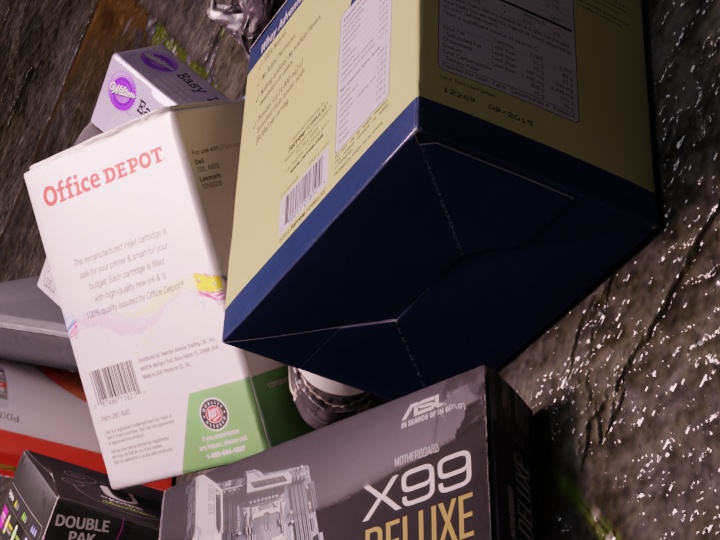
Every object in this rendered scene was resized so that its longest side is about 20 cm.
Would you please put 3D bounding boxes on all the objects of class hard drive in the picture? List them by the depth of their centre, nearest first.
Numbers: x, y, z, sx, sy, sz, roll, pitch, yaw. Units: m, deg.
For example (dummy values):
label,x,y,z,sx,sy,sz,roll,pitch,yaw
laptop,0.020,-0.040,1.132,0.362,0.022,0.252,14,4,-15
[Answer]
label,x,y,z,sx,sy,sz,roll,pitch,yaw
hard drive,-0.215,0.037,1.361,0.199,0.139,0.033,7,102,40

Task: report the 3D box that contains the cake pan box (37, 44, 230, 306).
label,x,y,z,sx,sy,sz,roll,pitch,yaw
cake pan box,-0.110,-0.017,1.199,0.200,0.052,0.185,40,120,26

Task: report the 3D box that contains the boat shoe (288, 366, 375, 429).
label,x,y,z,sx,sy,sz,roll,pitch,yaw
boat shoe,0.000,0.000,1.076,0.061,0.073,0.202,108,172,-51

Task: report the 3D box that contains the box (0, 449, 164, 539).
label,x,y,z,sx,sy,sz,roll,pitch,yaw
box,-0.162,0.234,1.145,0.202,0.147,0.124,-69,21,0

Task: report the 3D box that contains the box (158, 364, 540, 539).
label,x,y,z,sx,sy,sz,roll,pitch,yaw
box,-0.009,0.150,0.893,0.199,0.050,0.159,-23,46,27

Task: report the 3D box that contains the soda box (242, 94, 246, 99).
label,x,y,z,sx,sy,sz,roll,pitch,yaw
soda box,-0.097,-0.048,1.343,0.200,0.063,0.069,-38,38,51

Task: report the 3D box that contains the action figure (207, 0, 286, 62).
label,x,y,z,sx,sy,sz,roll,pitch,yaw
action figure,-0.073,-0.232,1.379,0.119,0.101,0.202,59,-137,-61

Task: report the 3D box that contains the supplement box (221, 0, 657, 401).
label,x,y,z,sx,sy,sz,roll,pitch,yaw
supplement box,0.036,-0.072,0.963,0.200,0.133,0.201,-45,33,46

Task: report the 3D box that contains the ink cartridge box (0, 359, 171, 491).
label,x,y,z,sx,sy,sz,roll,pitch,yaw
ink cartridge box,-0.207,0.110,1.333,0.200,0.161,0.051,24,97,67

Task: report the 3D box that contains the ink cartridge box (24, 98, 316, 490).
label,x,y,z,sx,sy,sz,roll,pitch,yaw
ink cartridge box,-0.102,0.014,1.111,0.144,0.084,0.202,-17,89,42
